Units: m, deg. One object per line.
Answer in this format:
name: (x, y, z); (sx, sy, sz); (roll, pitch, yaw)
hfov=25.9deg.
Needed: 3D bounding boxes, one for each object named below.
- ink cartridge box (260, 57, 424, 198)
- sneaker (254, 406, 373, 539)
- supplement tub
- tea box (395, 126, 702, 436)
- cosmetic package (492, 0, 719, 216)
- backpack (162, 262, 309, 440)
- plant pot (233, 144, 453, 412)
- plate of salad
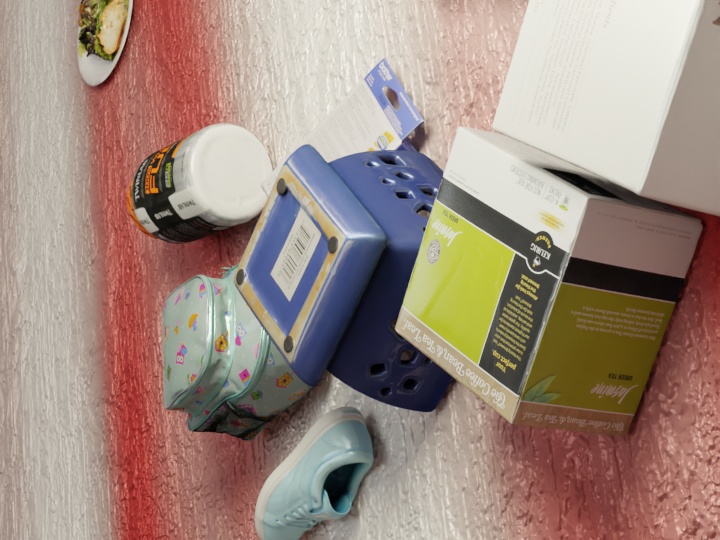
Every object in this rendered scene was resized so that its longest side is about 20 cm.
ink cartridge box: (-0.013, -0.118, 1.674); (0.200, 0.042, 0.120); (-46, 44, 18)
sneaker: (-0.050, 0.239, 1.650); (0.201, 0.073, 0.082); (-60, 35, 31)
supplement tub: (-0.203, -0.102, 1.926); (0.199, 0.122, 0.124); (-16, 69, 55)
tea box: (0.153, 0.008, 1.332); (0.200, 0.133, 0.198); (38, 114, 54)
cosmetic package: (0.238, -0.148, 1.207); (0.200, 0.166, 0.168); (33, 109, 56)
backpack: (-0.133, 0.080, 1.752); (0.199, 0.152, 0.177); (-30, 52, 43)
plant pot: (0.000, 0.000, 1.520); (0.200, 0.179, 0.201); (52, 124, 45)
plate of salad: (-0.396, -0.380, 2.365); (0.199, 0.048, 0.202); (-19, 68, 55)
